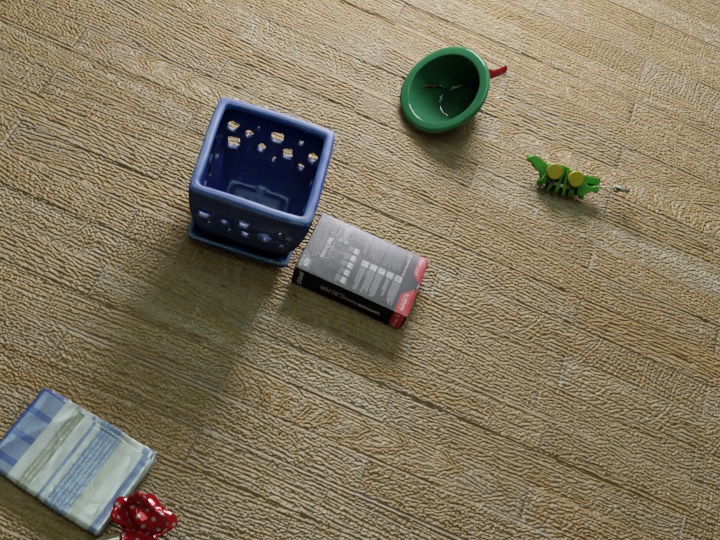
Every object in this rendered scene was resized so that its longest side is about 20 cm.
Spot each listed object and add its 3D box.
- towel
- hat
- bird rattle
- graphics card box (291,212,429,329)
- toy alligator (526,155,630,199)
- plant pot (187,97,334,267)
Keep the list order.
[{"bbox_3d":[-0.407,0.268,1.591,0.199,0.024,0.147,30,58,7],"label":"towel"},{"bbox_3d":[0.194,-0.313,2.116,0.199,0.176,0.166,-27,65,13],"label":"hat"},{"bbox_3d":[-0.325,0.397,1.502,0.199,0.113,0.164,-28,93,-32],"label":"bird rattle"},{"bbox_3d":[0.000,0.000,1.848,0.199,0.051,0.126,24,56,0],"label":"graphics card box"},{"bbox_3d":[0.390,-0.155,2.049,0.199,0.059,0.055,19,98,-4],"label":"toy alligator"},{"bbox_3d":[-0.167,-0.128,1.806,0.199,0.180,0.201,17,56,-4],"label":"plant pot"}]
